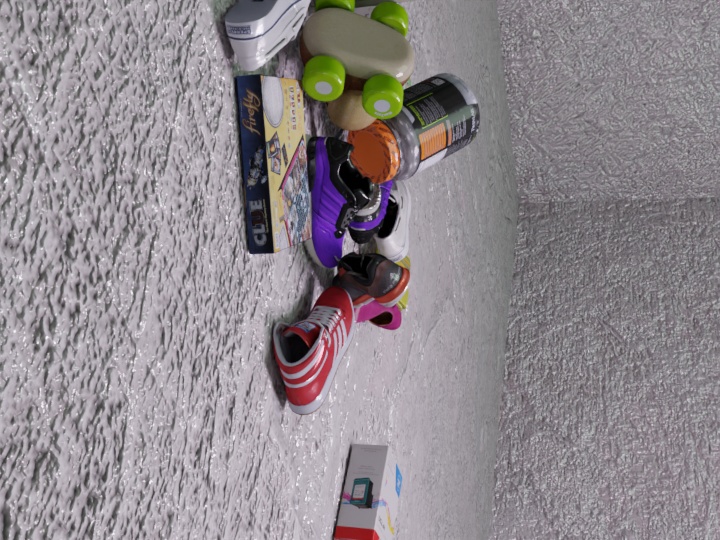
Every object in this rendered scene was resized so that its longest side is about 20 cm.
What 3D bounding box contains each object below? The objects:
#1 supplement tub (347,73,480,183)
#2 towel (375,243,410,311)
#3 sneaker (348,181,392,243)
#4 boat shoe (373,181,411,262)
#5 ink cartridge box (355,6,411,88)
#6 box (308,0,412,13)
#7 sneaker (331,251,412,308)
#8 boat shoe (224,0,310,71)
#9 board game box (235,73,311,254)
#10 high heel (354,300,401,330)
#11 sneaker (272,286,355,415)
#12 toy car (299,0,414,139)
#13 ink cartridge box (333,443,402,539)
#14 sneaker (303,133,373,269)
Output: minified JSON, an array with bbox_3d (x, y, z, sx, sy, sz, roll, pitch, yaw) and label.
[{"bbox_3d":[0.081,-0.215,1.288,0.198,0.121,0.125,-30,124,-34],"label":"supplement tub"},{"bbox_3d":[0.052,-0.005,1.454,0.086,0.018,0.201,46,20,-15],"label":"towel"},{"bbox_3d":[0.014,-0.119,1.357,0.202,0.068,0.101,-68,161,-49],"label":"sneaker"},{"bbox_3d":[0.044,-0.107,1.441,0.066,0.070,0.203,62,24,-46],"label":"boat shoe"},{"bbox_3d":[0.021,-0.335,1.362,0.146,0.082,0.203,-72,156,-45],"label":"ink cartridge box"},{"bbox_3d":[0.012,-0.443,1.137,0.129,0.195,0.111,70,24,-47],"label":"box"},{"bbox_3d":[0.000,0.000,1.198,0.082,0.199,0.078,39,71,-20],"label":"sneaker"},{"bbox_3d":[-0.102,-0.299,0.994,0.201,0.072,0.066,-56,148,-46],"label":"boat shoe"},{"bbox_3d":[-0.103,-0.131,1.027,0.135,0.034,0.205,-29,117,-71],"label":"board game box"},{"bbox_3d":[0.016,0.080,1.363,0.200,0.066,0.098,41,39,-49],"label":"high heel"},{"bbox_3d":[-0.059,0.075,1.108,0.114,0.070,0.203,76,23,-46],"label":"sneaker"},{"bbox_3d":[-0.024,-0.253,1.165,0.201,0.154,0.167,122,-22,-55],"label":"toy car"},{"bbox_3d":[0.012,0.395,1.340,0.117,0.066,0.203,69,27,-49],"label":"ink cartridge box"},{"bbox_3d":[-0.029,-0.088,1.156,0.070,0.097,0.204,-67,154,-52],"label":"sneaker"}]
